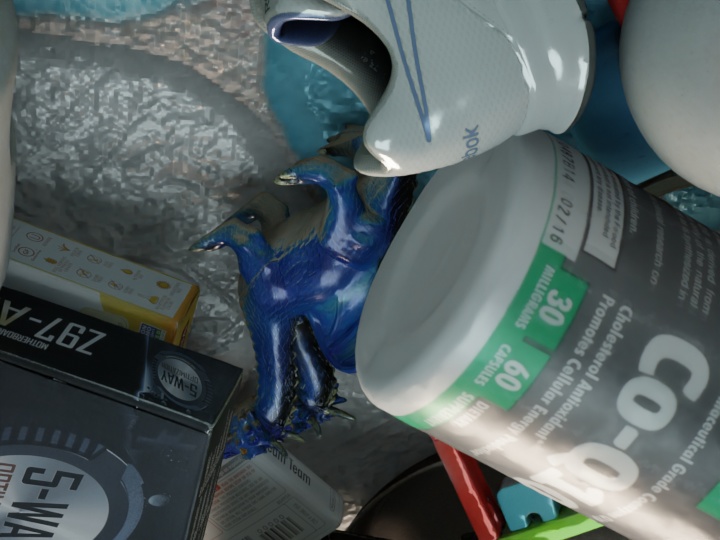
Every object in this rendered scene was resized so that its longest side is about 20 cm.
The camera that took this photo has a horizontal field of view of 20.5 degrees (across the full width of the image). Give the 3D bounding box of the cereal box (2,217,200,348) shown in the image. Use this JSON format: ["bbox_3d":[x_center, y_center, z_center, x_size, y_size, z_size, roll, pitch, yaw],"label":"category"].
[{"bbox_3d":[-0.178,0.039,0.817,0.199,0.040,0.145,19,118,3],"label":"cereal box"}]

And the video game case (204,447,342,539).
[{"bbox_3d":[-0.140,0.105,0.903,0.200,0.024,0.182,-34,120,25],"label":"video game case"}]

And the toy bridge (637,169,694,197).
[{"bbox_3d":[0.120,-0.001,0.787,0.199,0.027,0.067,-28,95,18],"label":"toy bridge"}]

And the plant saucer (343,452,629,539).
[{"bbox_3d":[0.084,0.142,0.972,0.199,0.032,0.201,0,133,0],"label":"plant saucer"}]

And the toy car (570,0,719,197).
[{"bbox_3d":[0.139,-0.073,0.659,0.184,0.201,0.177,-24,129,21],"label":"toy car"}]

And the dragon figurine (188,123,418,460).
[{"bbox_3d":[0.000,0.000,0.794,0.200,0.059,0.100,-37,93,30],"label":"dragon figurine"}]

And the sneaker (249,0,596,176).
[{"bbox_3d":[-0.005,-0.121,0.633,0.087,0.201,0.075,-27,167,-19],"label":"sneaker"}]

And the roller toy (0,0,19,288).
[{"bbox_3d":[-0.212,-0.053,0.688,0.199,0.183,0.140,21,133,10],"label":"roller toy"}]

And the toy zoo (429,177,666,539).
[{"bbox_3d":[0.089,0.045,0.832,0.131,0.020,0.201,-22,100,17],"label":"toy zoo"}]

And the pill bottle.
[{"bbox_3d":[0.108,0.039,0.715,0.199,0.113,0.113,28,127,-17],"label":"pill bottle"}]

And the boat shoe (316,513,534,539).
[{"bbox_3d":[0.074,0.141,0.911,0.199,0.073,0.065,13,98,2],"label":"boat shoe"}]

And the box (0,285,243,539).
[{"bbox_3d":[-0.144,0.104,0.794,0.159,0.044,0.201,19,121,5],"label":"box"}]
